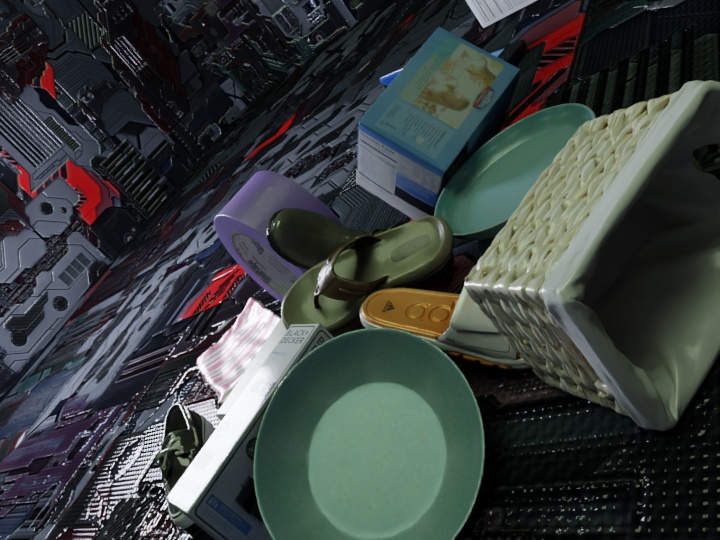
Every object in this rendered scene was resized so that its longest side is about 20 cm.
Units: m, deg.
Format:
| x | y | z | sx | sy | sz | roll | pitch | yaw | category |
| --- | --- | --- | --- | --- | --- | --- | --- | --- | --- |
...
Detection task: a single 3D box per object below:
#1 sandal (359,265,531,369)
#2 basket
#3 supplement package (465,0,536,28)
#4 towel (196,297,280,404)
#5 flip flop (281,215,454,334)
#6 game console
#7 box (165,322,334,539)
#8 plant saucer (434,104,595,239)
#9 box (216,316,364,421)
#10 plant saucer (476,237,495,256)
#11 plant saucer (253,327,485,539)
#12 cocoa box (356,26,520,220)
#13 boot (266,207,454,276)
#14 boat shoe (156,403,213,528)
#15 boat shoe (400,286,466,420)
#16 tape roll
| x | y | z | sx | sy | sz | roll | pitch | yaw | category |
| --- | --- | --- | --- | --- | --- | --- | --- | --- | --- |
| 0.086 | 0.032 | 0.575 | 0.203 | 0.060 | 0.080 | 4 | 44 | 25 | sandal |
| 0.190 | -0.014 | 0.476 | 0.201 | 0.136 | 0.123 | -49 | 20 | -16 | basket |
| 0.311 | -0.629 | 1.329 | 0.198 | 0.151 | 0.153 | -7 | 41 | 54 | supplement package |
| -0.177 | 0.116 | 0.984 | 0.147 | 0.030 | 0.199 | -48 | 23 | -10 | towel |
| 0.000 | 0.000 | 0.663 | 0.197 | 0.057 | 0.082 | -26 | 59 | 16 | flip flop |
| 0.160 | -0.366 | 1.161 | 0.171 | 0.119 | 0.199 | -50 | 24 | -18 | game console |
| -0.069 | 0.162 | 0.612 | 0.060 | 0.117 | 0.201 | -11 | 37 | 55 | box |
| 0.168 | -0.102 | 0.715 | 0.199 | 0.027 | 0.201 | -36 | 24 | 19 | plant saucer |
| -0.058 | 0.105 | 0.726 | 0.077 | 0.095 | 0.202 | -13 | 38 | 48 | box |
| 0.209 | -0.069 | 0.676 | 0.199 | 0.027 | 0.201 | -35 | 24 | 18 | plant saucer |
| 0.008 | 0.149 | 0.537 | 0.197 | 0.039 | 0.205 | -11 | 60 | 19 | plant saucer |
| 0.099 | -0.188 | 0.869 | 0.201 | 0.132 | 0.132 | -53 | -15 | -23 | cocoa box |
| 0.005 | -0.035 | 0.745 | 0.130 | 0.197 | 0.069 | -18 | 58 | 52 | boot |
| -0.220 | 0.232 | 0.805 | 0.071 | 0.064 | 0.200 | -42 | 23 | 0 | boat shoe |
| 0.050 | 0.075 | 0.640 | 0.071 | 0.063 | 0.201 | -35 | 25 | 12 | boat shoe |
| -0.096 | -0.030 | 0.886 | 0.085 | 0.201 | 0.199 | -49 | 24 | -21 | tape roll |
